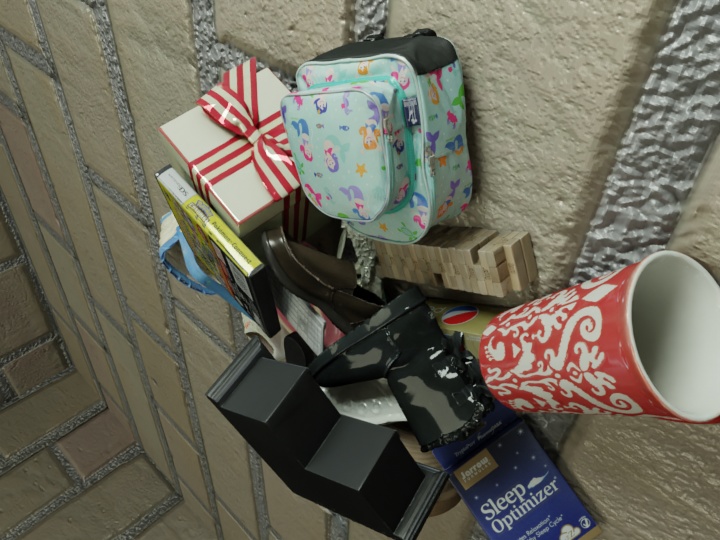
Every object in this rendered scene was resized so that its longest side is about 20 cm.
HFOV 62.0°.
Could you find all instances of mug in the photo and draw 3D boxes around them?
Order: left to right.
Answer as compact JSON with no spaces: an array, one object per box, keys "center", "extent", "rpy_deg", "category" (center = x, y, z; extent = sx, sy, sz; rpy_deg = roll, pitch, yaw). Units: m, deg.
[{"center":[0.222,0.092,0.554],"extent":[0.178,0.133,0.200],"rpy_deg":[60,149,-2],"category":"mug"}]

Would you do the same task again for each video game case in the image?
[{"center":[-0.174,-0.016,0.761],"extent":[0.181,0.025,0.200],"rpy_deg":[45,161,18],"category":"video game case"}]

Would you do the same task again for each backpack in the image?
[{"center":[0.022,-0.125,0.622],"extent":[0.177,0.150,0.201],"rpy_deg":[14,132,44],"category":"backpack"}]

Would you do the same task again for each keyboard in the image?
[{"center":[-0.098,0.041,0.805],"extent":[0.200,0.011,0.057],"rpy_deg":[42,132,45],"category":"keyboard"}]

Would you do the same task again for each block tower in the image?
[{"center":[0.098,-0.016,0.687],"extent":[0.199,0.054,0.058],"rpy_deg":[7,121,48],"category":"block tower"}]

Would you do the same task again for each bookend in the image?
[{"center":[-0.037,0.184,0.669],"extent":[0.198,0.092,0.200],"rpy_deg":[2,134,45],"category":"bookend"}]

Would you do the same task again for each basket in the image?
[{"center":[-0.238,-0.018,0.987],"extent":[0.200,0.139,0.176],"rpy_deg":[53,-178,41],"category":"basket"}]

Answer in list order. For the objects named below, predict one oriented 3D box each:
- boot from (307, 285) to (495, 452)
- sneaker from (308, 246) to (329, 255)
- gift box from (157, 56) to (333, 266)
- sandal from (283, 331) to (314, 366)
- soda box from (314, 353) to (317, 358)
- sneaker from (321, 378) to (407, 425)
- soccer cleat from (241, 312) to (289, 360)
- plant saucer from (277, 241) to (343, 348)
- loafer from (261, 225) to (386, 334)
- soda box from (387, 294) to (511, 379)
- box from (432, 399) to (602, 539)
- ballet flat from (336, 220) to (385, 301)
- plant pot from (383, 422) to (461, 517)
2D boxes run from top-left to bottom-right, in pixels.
[{"center":[0.045,0.131,0.686],"extent":[0.198,0.073,0.163],"rpy_deg":[-38,79,26],"category":"boot"},{"center":[-0.097,-0.001,0.881],"extent":[0.200,0.082,0.074],"rpy_deg":[18,112,53],"category":"sneaker"},{"center":[-0.126,-0.137,0.764],"extent":[0.185,0.200,0.187],"rpy_deg":[44,160,12],"category":"gift box"},{"center":[-0.107,0.189,1.005],"extent":[0.076,0.043,0.201],"rpy_deg":[26,134,40],"category":"sandal"},{"center":[-0.029,0.167,0.985],"extent":[0.200,0.063,0.069],"rpy_deg":[-14,105,55],"category":"soda box"},{"center":[0.055,0.160,0.796],"extent":[0.199,0.146,0.081],"rpy_deg":[-1,84,27],"category":"sneaker"},{"center":[-0.193,0.077,1.106],"extent":[0.200,0.077,0.069],"rpy_deg":[55,146,3],"category":"soccer cleat"},{"center":[-0.092,0.047,0.980],"extent":[0.200,0.051,0.201],"rpy_deg":[32,140,32],"category":"plant saucer"},{"center":[-0.040,0.005,0.734],"extent":[0.200,0.071,0.073],"rpy_deg":[43,-165,-35],"category":"loafer"},{"center":[0.108,0.080,0.743],"extent":[0.199,0.064,0.068],"rpy_deg":[5,121,49],"category":"soda box"},{"center":[0.191,0.274,0.748],"extent":[0.200,0.121,0.032],"rpy_deg":[55,178,5],"category":"box"},{"center":[0.000,0.000,0.807],"extent":[0.072,0.072,0.201],"rpy_deg":[27,132,37],"category":"ballet flat"},{"center":[0.060,0.232,0.826],"extent":[0.200,0.200,0.093],"rpy_deg":[29,118,35],"category":"plant pot"}]
